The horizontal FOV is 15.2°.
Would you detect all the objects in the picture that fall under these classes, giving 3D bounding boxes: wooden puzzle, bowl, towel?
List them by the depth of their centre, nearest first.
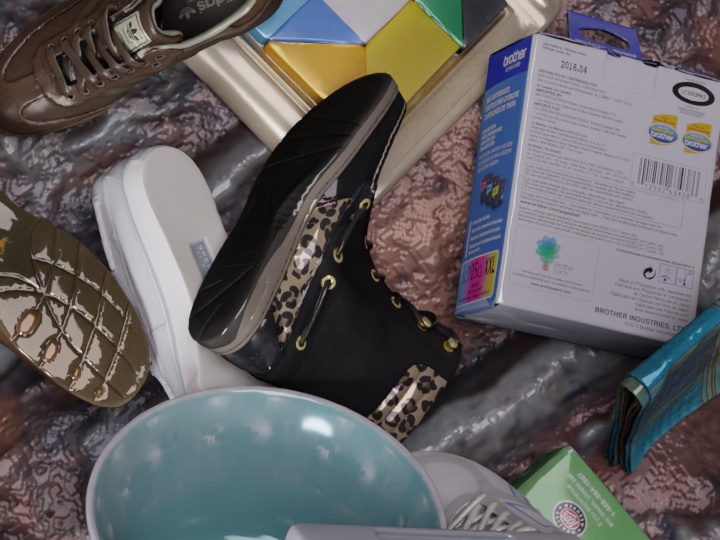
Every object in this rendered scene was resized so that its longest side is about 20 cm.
[{"bbox_3d":[-0.059,0.170,1.500,0.199,0.106,0.202,7,41,-6],"label":"bowl"},{"bbox_3d":[0.230,0.036,1.611,0.200,0.147,0.022,-38,71,-13],"label":"towel"},{"bbox_3d":[-0.001,-0.162,1.648,0.185,0.037,0.200,45,78,-2],"label":"wooden puzzle"}]

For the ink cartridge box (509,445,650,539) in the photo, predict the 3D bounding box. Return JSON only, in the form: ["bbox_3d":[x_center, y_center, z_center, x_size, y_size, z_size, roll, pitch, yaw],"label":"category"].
[{"bbox_3d":[0.088,0.225,1.591,0.200,0.088,0.146,-41,90,-13],"label":"ink cartridge box"}]

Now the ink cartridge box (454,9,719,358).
[{"bbox_3d":[0.142,-0.059,1.629,0.136,0.076,0.202,13,80,-20],"label":"ink cartridge box"}]

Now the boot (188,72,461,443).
[{"bbox_3d":[0.000,0.000,1.592,0.151,0.073,0.201,43,63,-28],"label":"boot"}]

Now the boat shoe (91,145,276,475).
[{"bbox_3d":[-0.108,0.029,1.590,0.072,0.068,0.201,-29,99,-46],"label":"boat shoe"}]

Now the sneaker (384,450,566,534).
[{"bbox_3d":[0.089,0.159,1.502,0.200,0.087,0.075,37,75,24],"label":"sneaker"}]

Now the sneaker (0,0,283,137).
[{"bbox_3d":[-0.139,-0.143,1.582,0.199,0.076,0.071,-28,89,4],"label":"sneaker"}]

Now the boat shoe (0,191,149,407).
[{"bbox_3d":[-0.203,0.004,1.576,0.200,0.068,0.072,42,73,0],"label":"boat shoe"}]

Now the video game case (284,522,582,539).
[{"bbox_3d":[0.011,0.222,1.416,0.181,0.023,0.201,6,119,-32],"label":"video game case"}]
